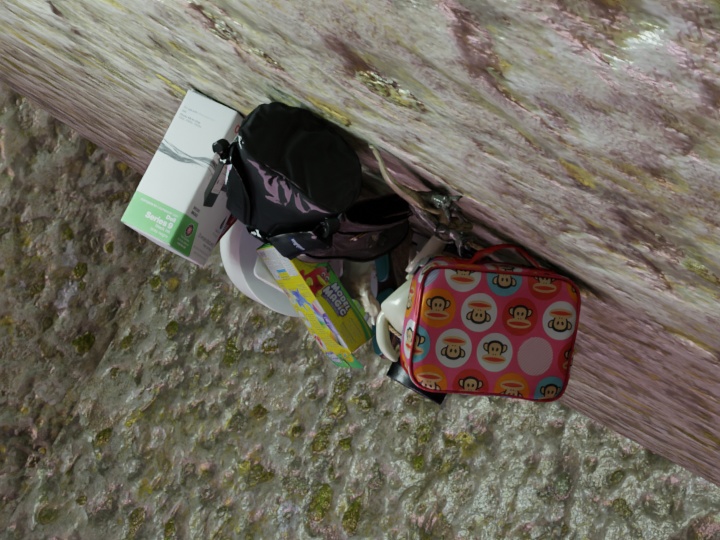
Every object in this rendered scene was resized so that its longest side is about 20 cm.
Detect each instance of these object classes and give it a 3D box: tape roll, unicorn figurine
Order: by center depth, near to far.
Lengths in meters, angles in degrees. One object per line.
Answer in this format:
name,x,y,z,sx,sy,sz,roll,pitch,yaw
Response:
unicorn figurine,0.000,0.000,1.667,0.073,0.201,0.137,-1,176,-18
tape roll,-0.105,-0.036,1.874,0.202,0.203,0.139,31,175,-18

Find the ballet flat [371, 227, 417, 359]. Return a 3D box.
ballet flat,0.056,0.026,1.711,0.067,0.201,0.068,7,167,-27

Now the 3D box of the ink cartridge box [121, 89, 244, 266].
ink cartridge box,-0.222,-0.123,1.648,0.084,0.201,0.146,25,175,15

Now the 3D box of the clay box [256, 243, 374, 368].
clay box,-0.055,0.039,1.638,0.200,0.048,0.115,57,161,-11

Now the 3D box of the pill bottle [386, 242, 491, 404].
pill bottle,0.118,0.074,1.648,0.111,0.201,0.112,29,175,3

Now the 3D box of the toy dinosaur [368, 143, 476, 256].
toy dinosaur,0.081,-0.067,1.330,0.088,0.048,0.200,35,177,40

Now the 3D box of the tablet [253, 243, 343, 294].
tablet,-0.075,-0.045,1.743,0.130,0.201,0.014,31,142,-23

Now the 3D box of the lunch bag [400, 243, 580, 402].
lunch bag,0.151,0.056,1.403,0.199,0.177,0.082,8,-174,-8

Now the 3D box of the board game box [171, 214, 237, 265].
board game box,-0.204,-0.102,1.769,0.103,0.200,0.019,24,160,45

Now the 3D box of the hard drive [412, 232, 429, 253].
hard drive,0.127,-0.007,1.832,0.132,0.026,0.200,26,174,39

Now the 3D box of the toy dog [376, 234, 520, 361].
toy dog,0.136,0.061,1.511,0.200,0.194,0.140,37,167,5

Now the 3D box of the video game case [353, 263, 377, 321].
video game case,-0.011,0.013,1.944,0.045,0.182,0.200,31,175,-18

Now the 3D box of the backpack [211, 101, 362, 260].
backpack,-0.077,-0.098,1.372,0.167,0.127,0.200,41,161,1

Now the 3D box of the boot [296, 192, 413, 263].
boot,0.019,-0.058,1.527,0.199,0.070,0.174,-14,174,-35
